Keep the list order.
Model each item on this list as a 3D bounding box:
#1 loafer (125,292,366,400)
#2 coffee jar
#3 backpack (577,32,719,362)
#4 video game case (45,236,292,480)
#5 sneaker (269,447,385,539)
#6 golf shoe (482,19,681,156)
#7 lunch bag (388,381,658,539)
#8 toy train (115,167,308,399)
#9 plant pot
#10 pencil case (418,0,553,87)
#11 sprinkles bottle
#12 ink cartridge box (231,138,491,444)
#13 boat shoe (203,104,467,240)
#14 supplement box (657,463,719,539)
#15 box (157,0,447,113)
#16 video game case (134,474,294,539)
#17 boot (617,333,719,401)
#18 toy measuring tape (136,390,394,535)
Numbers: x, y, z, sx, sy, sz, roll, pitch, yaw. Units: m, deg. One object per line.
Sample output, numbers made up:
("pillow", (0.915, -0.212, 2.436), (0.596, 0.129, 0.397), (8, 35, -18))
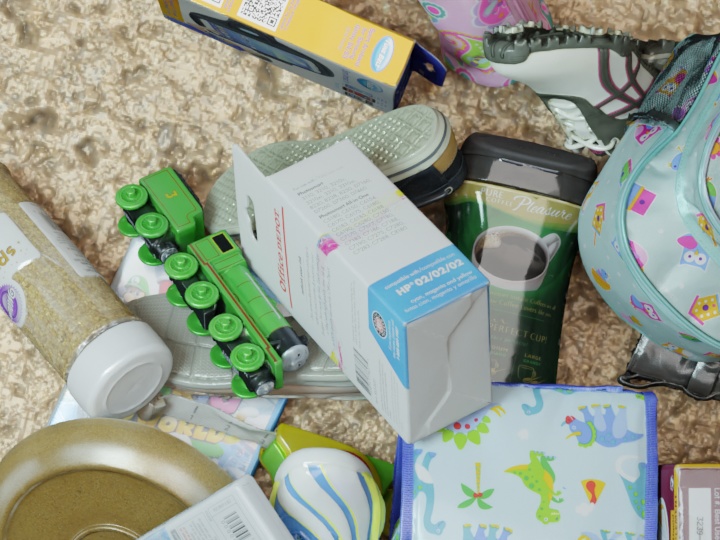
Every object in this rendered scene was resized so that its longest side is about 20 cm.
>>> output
("loafer", (-0.070, 0.061, 1.731), (0.200, 0.063, 0.072), (4, 59, 16))
("coffee jar", (0.095, 0.011, 1.743), (0.104, 0.085, 0.200), (13, 86, 0))
("backpack", (0.245, -0.042, 1.671), (0.176, 0.153, 0.200), (41, 82, -15))
("video game case", (-0.124, 0.081, 1.769), (0.143, 0.018, 0.200), (24, 85, 3))
("sneaker", (-0.020, 0.208, 1.665), (0.076, 0.200, 0.105), (-2, 45, 3))
("golf shoe", (0.155, -0.118, 1.715), (0.077, 0.200, 0.088), (12, 95, 43))
("lunch bag", (0.103, 0.171, 1.667), (0.170, 0.127, 0.200), (3, 91, -3))
("toy train", (-0.099, 0.006, 1.712), (0.056, 0.042, 0.200), (-24, 54, -20))
("plant pot", (-0.158, 0.188, 1.698), (0.200, 0.027, 0.200), (7, 120, 13))
("pencil case", (0.073, -0.198, 1.708), (0.087, 0.200, 0.087), (-8, 62, 14))
("sprinkles bottle", (-0.207, 0.012, 1.716), (0.068, 0.068, 0.200), (-42, 62, -4))
("ink cartridge box", (0.000, 0.000, 1.645), (0.068, 0.115, 0.200), (-27, 50, -21))
("boat shoe", (-0.018, -0.055, 1.737), (0.200, 0.062, 0.075), (-17, 49, 28))
("supplement box", (0.231, 0.179, 1.671), (0.086, 0.200, 0.110), (1, 85, -1))
("box", (-0.040, -0.158, 1.742), (0.200, 0.119, 0.041), (25, 85, 3))
("video game case", (-0.081, 0.250, 1.649), (0.182, 0.024, 0.200), (-33, 92, 33))
("boot", (0.286, 0.024, 1.756), (0.174, 0.069, 0.200), (29, 78, 10))
("toy measuring tape", (-0.057, 0.140, 1.725), (0.200, 0.074, 0.074), (19, 85, -15))
